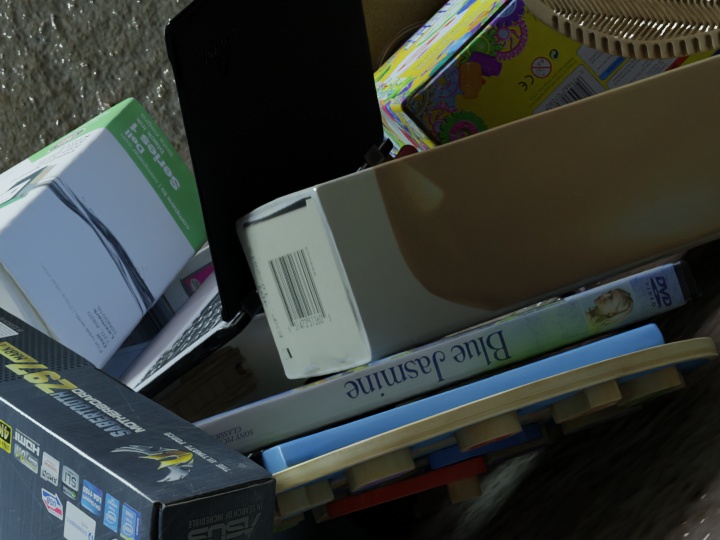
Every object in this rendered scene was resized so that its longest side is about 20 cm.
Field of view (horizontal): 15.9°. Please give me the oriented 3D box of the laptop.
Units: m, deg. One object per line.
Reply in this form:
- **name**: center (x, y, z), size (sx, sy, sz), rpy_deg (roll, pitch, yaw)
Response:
- **laptop**: center (-0.071, -0.044, 1.130), size (0.200, 0.116, 0.187), rpy_deg (-37, 8, 34)

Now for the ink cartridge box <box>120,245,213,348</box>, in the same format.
- **ink cartridge box**: center (-0.092, 0.009, 1.404), size (0.095, 0.037, 0.200), rpy_deg (-31, 4, 30)

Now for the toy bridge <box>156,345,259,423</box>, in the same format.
- **toy bridge**: center (-0.120, 0.088, 1.165), size (0.200, 0.027, 0.067), rpy_deg (-33, 2, -38)

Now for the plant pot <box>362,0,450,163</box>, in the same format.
- **plant pot**: center (0.035, -0.104, 1.389), size (0.200, 0.200, 0.027), rpy_deg (-44, 23, -5)

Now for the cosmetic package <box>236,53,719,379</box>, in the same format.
- **cosmetic package**: center (0.063, -0.023, 1.031), size (0.200, 0.071, 0.105), rpy_deg (-19, 0, -23)

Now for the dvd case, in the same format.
- **dvd case**: center (0.020, 0.040, 0.974), size (0.200, 0.018, 0.143), rpy_deg (-19, -4, -6)

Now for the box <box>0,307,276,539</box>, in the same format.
- **box**: center (-0.108, 0.114, 0.911), size (0.051, 0.158, 0.200), rpy_deg (-11, 24, -35)

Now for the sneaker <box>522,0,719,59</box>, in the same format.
- **sneaker**: center (0.172, -0.131, 1.085), size (0.200, 0.071, 0.112), rpy_deg (4, 14, 31)

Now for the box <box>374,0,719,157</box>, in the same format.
- **box**: center (0.114, -0.110, 1.286), size (0.200, 0.122, 0.193), rpy_deg (-45, 10, -3)

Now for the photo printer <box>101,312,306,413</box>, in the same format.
- **photo printer**: center (-0.117, 0.087, 1.319), size (0.200, 0.070, 0.166), rpy_deg (-13, -16, -43)

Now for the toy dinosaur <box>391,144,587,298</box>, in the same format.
- **toy dinosaur**: center (0.000, 0.000, 1.184), size (0.105, 0.200, 0.182), rpy_deg (-37, -39, -26)

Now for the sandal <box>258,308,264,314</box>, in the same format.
- **sandal**: center (-0.074, 0.052, 1.454), size (0.200, 0.075, 0.045), rpy_deg (-45, 34, 52)

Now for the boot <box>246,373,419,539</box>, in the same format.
- **boot**: center (-0.046, 0.107, 1.134), size (0.168, 0.076, 0.200), rpy_deg (-45, 15, 17)

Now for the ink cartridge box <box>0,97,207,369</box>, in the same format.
- **ink cartridge box**: center (-0.172, 0.013, 1.236), size (0.146, 0.084, 0.200), rpy_deg (-29, 12, 24)

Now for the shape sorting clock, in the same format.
- **shape sorting clock**: center (0.033, 0.063, 0.920), size (0.200, 0.039, 0.200), rpy_deg (-18, -3, -1)
